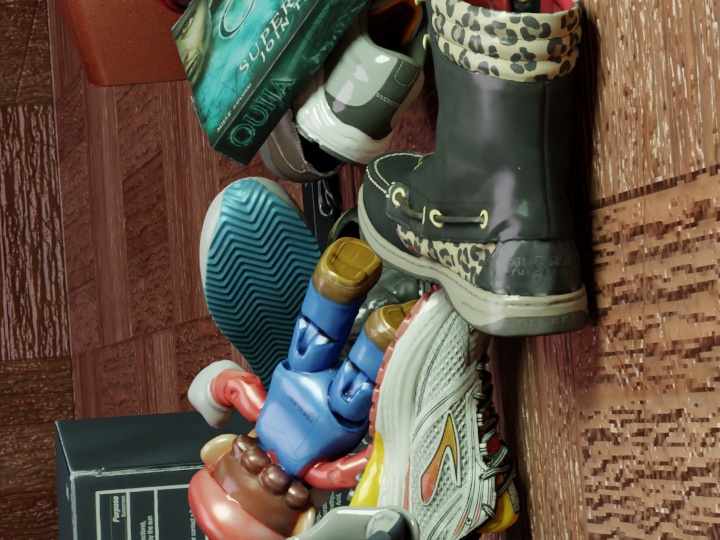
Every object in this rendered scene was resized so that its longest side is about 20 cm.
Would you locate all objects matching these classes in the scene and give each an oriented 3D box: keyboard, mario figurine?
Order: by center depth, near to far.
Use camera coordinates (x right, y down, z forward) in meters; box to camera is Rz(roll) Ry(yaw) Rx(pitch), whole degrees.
[{"bbox_3d":[-0.022,0.077,1.440,0.201,0.105,0.124,-58,33,31],"label":"mario figurine"},{"bbox_3d":[-0.026,-0.075,1.733,0.127,0.020,0.202,151,114,-83],"label":"keyboard"}]

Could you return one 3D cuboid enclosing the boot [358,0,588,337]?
[{"bbox_3d":[0.051,-0.067,1.236,0.200,0.073,0.152,-131,38,-65],"label":"boot"}]

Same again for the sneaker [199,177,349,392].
[{"bbox_3d":[-0.057,0.004,1.628,0.200,0.076,0.081,73,178,-53],"label":"sneaker"}]

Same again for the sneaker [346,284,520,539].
[{"bbox_3d":[0.049,0.088,1.325,0.078,0.082,0.201,-19,-56,-66],"label":"sneaker"}]

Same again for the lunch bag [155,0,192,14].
[{"bbox_3d":[-0.103,-0.228,1.482,0.082,0.176,0.200,46,-179,20],"label":"lunch bag"}]

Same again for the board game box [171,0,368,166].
[{"bbox_3d":[-0.028,-0.170,1.445,0.200,0.028,0.136,-53,31,19],"label":"board game box"}]

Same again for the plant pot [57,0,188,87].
[{"bbox_3d":[-0.119,-0.224,1.705,0.200,0.198,0.177,-119,26,-64],"label":"plant pot"}]

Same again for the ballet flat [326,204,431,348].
[{"bbox_3d":[0.000,0.000,1.531,0.200,0.056,0.067,-129,34,-76],"label":"ballet flat"}]

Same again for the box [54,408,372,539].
[{"bbox_3d":[-0.088,0.195,1.674,0.123,0.197,0.202,-134,42,-71],"label":"box"}]

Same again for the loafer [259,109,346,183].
[{"bbox_3d":[-0.024,-0.146,1.611,0.071,0.073,0.201,-145,47,-62],"label":"loafer"}]

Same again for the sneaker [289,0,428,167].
[{"bbox_3d":[0.005,-0.146,1.480,0.079,0.074,0.201,-45,35,32],"label":"sneaker"}]

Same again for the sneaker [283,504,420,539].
[{"bbox_3d":[0.025,0.199,1.261,0.202,0.077,0.147,28,127,28],"label":"sneaker"}]
